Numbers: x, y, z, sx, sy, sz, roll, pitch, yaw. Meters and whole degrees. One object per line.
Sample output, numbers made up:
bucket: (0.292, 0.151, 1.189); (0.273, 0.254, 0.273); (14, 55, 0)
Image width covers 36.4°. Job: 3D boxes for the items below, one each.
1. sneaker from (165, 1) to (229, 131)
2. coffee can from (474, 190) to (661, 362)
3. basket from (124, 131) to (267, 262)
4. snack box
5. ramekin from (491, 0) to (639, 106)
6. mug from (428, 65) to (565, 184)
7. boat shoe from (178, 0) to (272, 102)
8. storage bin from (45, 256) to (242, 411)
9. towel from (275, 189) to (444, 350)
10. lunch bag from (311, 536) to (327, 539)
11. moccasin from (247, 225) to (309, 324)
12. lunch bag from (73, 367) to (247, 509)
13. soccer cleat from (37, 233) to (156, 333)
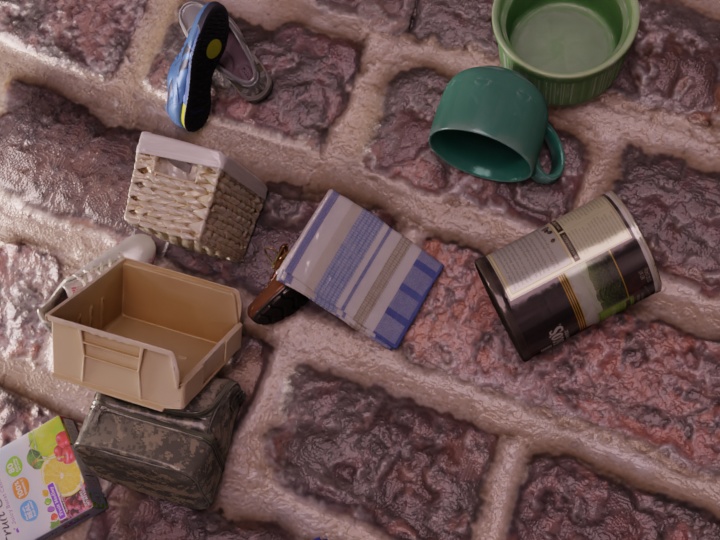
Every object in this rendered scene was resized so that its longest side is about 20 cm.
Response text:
sneaker: (-0.249, -0.306, 1.602); (0.078, 0.065, 0.202); (38, 126, 28)
coffee can: (0.266, 0.007, 1.415); (0.198, 0.146, 0.148); (-28, 72, 4)
basket: (-0.229, -0.096, 1.520); (0.133, 0.200, 0.125); (15, 84, 15)
snack box: (-0.473, 0.316, 1.539); (0.198, 0.053, 0.144); (-29, 71, 4)
ramekin: (0.280, -0.328, 1.511); (0.196, 0.098, 0.203); (-3, 68, 6)
mug: (0.187, -0.200, 1.496); (0.150, 0.185, 0.116); (8, 72, 38)
boat shoe: (-0.208, -0.339, 1.645); (0.074, 0.065, 0.203); (-37, 72, 0)
storage bin: (-0.282, 0.083, 1.465); (0.195, 0.200, 0.095); (14, 116, 13)
towel: (0.000, 0.000, 1.499); (0.198, 0.024, 0.148); (32, 83, -9)
lunch bag: (-0.100, 0.456, 1.394); (0.197, 0.124, 0.172); (-21, 73, -9)
moccasin: (-0.090, -0.011, 1.534); (0.077, 0.074, 0.202); (36, 89, 30)
lunch bag: (-0.270, 0.206, 1.487); (0.197, 0.140, 0.170); (13, 59, 12)
soccer cleat: (-0.379, 0.020, 1.577); (0.200, 0.086, 0.070); (-43, 72, -2)
